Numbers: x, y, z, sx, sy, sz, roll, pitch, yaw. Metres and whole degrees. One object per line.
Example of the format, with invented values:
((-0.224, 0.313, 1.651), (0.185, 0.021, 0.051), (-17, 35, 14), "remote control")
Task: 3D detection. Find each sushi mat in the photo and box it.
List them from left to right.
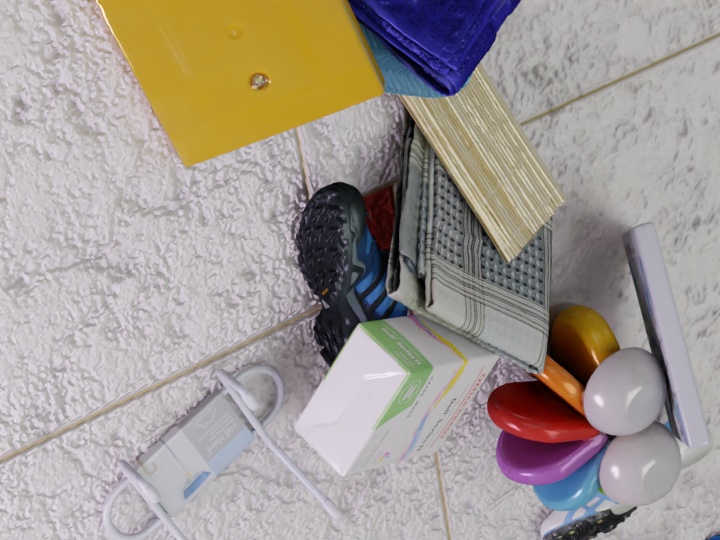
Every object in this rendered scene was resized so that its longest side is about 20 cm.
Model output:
((0.104, -0.110, 1.760), (0.096, 0.012, 0.200), (-48, 114, -34), "sushi mat")

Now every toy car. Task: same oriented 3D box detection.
((0.189, 0.136, 1.877), (0.149, 0.175, 0.201), (-28, 124, -18), "toy car")

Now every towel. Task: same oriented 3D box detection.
((0.068, -0.252, 1.629), (0.147, 0.050, 0.200), (38, 61, -5), "towel")
((0.102, -0.030, 1.771), (0.199, 0.034, 0.194), (27, 59, -39), "towel")

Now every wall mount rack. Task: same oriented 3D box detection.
((-0.113, 0.185, 1.744), (0.200, 0.074, 0.174), (-43, 128, -12), "wall mount rack")

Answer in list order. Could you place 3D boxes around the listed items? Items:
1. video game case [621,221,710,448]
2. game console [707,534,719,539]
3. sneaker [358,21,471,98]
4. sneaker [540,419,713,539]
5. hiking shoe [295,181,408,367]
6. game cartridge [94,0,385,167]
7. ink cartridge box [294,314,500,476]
((0.276, 0.058, 1.868), (0.022, 0.182, 0.201), (-15, 88, 4), "video game case")
((0.436, 0.373, 2.260), (0.171, 0.118, 0.201), (-24, 129, -63), "game console")
((-0.010, -0.190, 1.660), (0.199, 0.081, 0.077), (12, 113, -18), "sneaker")
((0.257, 0.203, 2.036), (0.200, 0.073, 0.072), (-36, 155, -4), "sneaker")
((0.000, 0.000, 1.755), (0.086, 0.074, 0.201), (-29, 135, -27), "hiking shoe")
((-0.097, -0.190, 1.568), (0.175, 0.033, 0.201), (-19, 124, 10), "game cartridge")
((0.044, 0.101, 1.767), (0.200, 0.067, 0.117), (-7, 134, -58), "ink cartridge box")
